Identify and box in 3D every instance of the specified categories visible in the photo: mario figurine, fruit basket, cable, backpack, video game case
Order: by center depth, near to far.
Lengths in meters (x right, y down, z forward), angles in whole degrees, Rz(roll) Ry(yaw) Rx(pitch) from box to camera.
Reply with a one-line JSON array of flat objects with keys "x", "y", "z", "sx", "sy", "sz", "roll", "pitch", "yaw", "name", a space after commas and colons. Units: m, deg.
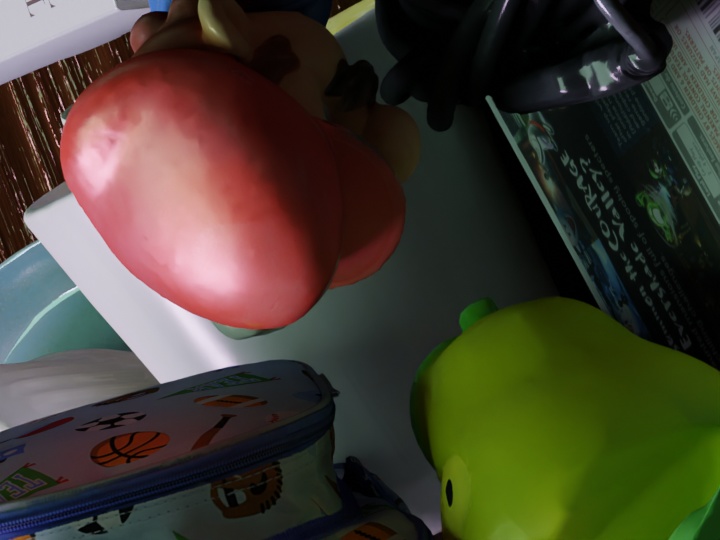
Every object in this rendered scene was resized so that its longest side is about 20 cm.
[{"x": 0.082, "y": 0.095, "z": 0.729, "sx": 0.215, "sy": 0.156, "sz": 0.216, "roll": 24, "pitch": 151, "yaw": 14, "name": "fruit basket"}, {"x": 0.031, "y": -0.120, "z": 0.748, "sx": 0.200, "sy": 0.051, "sz": 0.163, "roll": -178, "pitch": 80, "yaw": -75, "name": "cable"}, {"x": -0.018, "y": -0.062, "z": 0.771, "sx": 0.200, "sy": 0.106, "sz": 0.123, "roll": -94, "pitch": -22, "yaw": -44, "name": "mario figurine"}, {"x": 0.105, "y": -0.011, "z": 0.777, "sx": 0.200, "sy": 0.023, "sz": 0.182, "roll": 62, "pitch": 160, "yaw": 7, "name": "video game case"}, {"x": -0.052, "y": 0.111, "z": 0.779, "sx": 0.191, "sy": 0.200, "sz": 0.154, "roll": -139, "pitch": 29, "yaw": -73, "name": "backpack"}]

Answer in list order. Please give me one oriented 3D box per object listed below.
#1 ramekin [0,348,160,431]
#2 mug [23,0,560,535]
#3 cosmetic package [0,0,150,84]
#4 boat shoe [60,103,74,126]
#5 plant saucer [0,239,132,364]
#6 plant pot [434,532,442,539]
[{"x": -0.118, "y": 0.126, "z": 0.991, "sx": 0.200, "sy": 0.105, "sz": 0.200, "roll": -3, "pitch": 85, "yaw": 34, "name": "ramekin"}, {"x": 0.003, "y": -0.001, "z": 0.935, "sx": 0.149, "sy": 0.187, "sz": 0.153, "roll": -27, "pitch": 98, "yaw": 39, "name": "mug"}, {"x": -0.139, "y": -0.174, "z": 1.042, "sx": 0.151, "sy": 0.052, "sz": 0.200, "roll": -17, "pitch": 87, "yaw": 50, "name": "cosmetic package"}, {"x": -0.066, "y": -0.032, "z": 1.126, "sx": 0.200, "sy": 0.073, "sz": 0.062, "roll": 33, "pitch": 145, "yaw": 66, "name": "boat shoe"}, {"x": -0.089, "y": 0.082, "z": 1.054, "sx": 0.200, "sy": 0.027, "sz": 0.200, "roll": -3, "pitch": 84, "yaw": 33, "name": "plant saucer"}, {"x": -0.050, "y": 0.164, "z": 1.159, "sx": 0.200, "sy": 0.200, "sz": 0.177, "roll": 56, "pitch": 146, "yaw": 24, "name": "plant pot"}]
